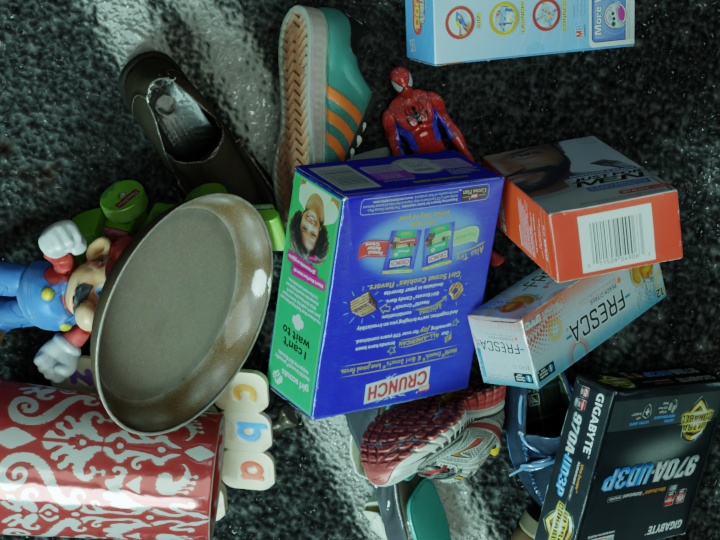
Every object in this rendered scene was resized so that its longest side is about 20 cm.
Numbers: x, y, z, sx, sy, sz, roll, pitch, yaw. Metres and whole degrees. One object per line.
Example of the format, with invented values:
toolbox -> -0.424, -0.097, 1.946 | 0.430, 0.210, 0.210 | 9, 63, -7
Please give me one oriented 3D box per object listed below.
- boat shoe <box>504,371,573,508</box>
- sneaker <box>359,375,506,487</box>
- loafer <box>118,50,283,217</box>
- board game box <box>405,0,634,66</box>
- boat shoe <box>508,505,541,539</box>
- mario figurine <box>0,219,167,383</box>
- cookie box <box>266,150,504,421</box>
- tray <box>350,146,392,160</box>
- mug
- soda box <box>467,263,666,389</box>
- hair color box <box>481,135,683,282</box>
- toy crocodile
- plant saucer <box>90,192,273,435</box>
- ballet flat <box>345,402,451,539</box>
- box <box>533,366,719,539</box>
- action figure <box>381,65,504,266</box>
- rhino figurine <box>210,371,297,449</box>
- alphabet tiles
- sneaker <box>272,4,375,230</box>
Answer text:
boat shoe -> 0.167, 0.146, 1.503 | 0.084, 0.069, 0.201 | -23, 108, -5
sneaker -> 0.073, 0.154, 1.429 | 0.200, 0.078, 0.083 | -19, 107, -52
loafer -> -0.133, -0.091, 1.371 | 0.073, 0.071, 0.200 | -40, 110, 0
board game box -> 0.135, -0.281, 1.368 | 0.195, 0.056, 0.201 | -8, 106, -22
boat shoe -> 0.231, 0.290, 1.561 | 0.199, 0.072, 0.068 | 23, 103, -8
mario figurine -> -0.246, 0.026, 1.316 | 0.199, 0.123, 0.106 | -8, 70, 26
cookie box -> 0.019, 0.010, 1.364 | 0.171, 0.075, 0.201 | -8, 118, -35
tray -> 0.000, 0.000, 1.443 | 0.107, 0.022, 0.201 | -17, 108, -17
mug -> -0.216, 0.161, 1.369 | 0.199, 0.178, 0.134 | 5, 89, 0
soda box -> 0.184, 0.030, 1.429 | 0.200, 0.063, 0.069 | -29, 112, -39
hair color box -> 0.183, -0.056, 1.382 | 0.110, 0.200, 0.064 | -11, 108, -9
toy crocodile -> -0.156, -0.030, 1.357 | 0.199, 0.062, 0.068 | 2, 137, 17
plant saucer -> -0.143, 0.031, 1.272 | 0.200, 0.032, 0.201 | -36, 137, -42
ballet flat -> 0.030, 0.195, 1.491 | 0.073, 0.073, 0.201 | -19, 110, -7
box -> 0.249, 0.171, 1.488 | 0.200, 0.046, 0.160 | 1, 107, -48
action figure -> 0.068, -0.087, 1.432 | 0.065, 0.052, 0.201 | -24, 107, 0
rhino figurine -> -0.147, 0.079, 1.418 | 0.087, 0.060, 0.200 | -34, 108, 18
alphabet tiles -> -0.170, 0.129, 1.407 | 0.195, 0.015, 0.201 | 4, 118, 12
sneaker -> -0.024, -0.121, 1.376 | 0.080, 0.071, 0.201 | 1, 92, -32
